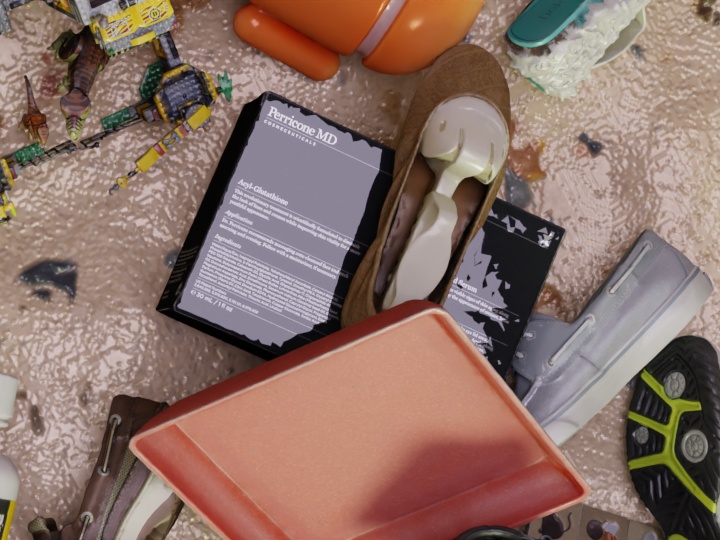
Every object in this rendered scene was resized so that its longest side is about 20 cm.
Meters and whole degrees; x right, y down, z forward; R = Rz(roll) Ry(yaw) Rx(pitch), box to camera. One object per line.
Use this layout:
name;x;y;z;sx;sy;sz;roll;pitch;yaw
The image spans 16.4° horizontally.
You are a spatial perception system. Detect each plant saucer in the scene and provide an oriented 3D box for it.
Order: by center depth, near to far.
plant saucer;0.001;0.100;1.422;0.199;0.037;0.200;-24;135;17

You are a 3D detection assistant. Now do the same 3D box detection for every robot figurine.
robot figurine;-0.009;-0.189;1.470;0.200;0.117;0.144;29;82;-8

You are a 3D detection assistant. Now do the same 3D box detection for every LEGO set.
LEGO set;-0.167;-0.110;1.413;0.200;0.116;0.154;-16;107;-16

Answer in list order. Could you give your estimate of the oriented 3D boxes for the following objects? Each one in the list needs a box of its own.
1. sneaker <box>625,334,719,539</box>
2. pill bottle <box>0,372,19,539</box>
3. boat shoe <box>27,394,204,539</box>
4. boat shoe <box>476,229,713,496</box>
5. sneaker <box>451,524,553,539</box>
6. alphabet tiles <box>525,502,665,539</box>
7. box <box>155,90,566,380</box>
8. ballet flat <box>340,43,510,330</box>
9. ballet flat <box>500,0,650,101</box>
sneaker;0.221;0.139;1.548;0.076;0.075;0.200;-5;84;-47
pill bottle;-0.254;0.148;1.400;0.111;0.111;0.200;13;85;-13
boat shoe;-0.159;0.166;1.450;0.075;0.075;0.203;25;76;2
boat shoe;0.126;0.054;1.525;0.201;0.070;0.072;-43;86;-15
sneaker;0.115;0.193;1.457;0.200;0.099;0.071;6;69;-21
alphabet tiles;0.133;0.239;1.511;0.166;0.006;0.200;18;66;-17
box;0.000;0.000;1.485;0.200;0.079;0.141;25;84;-11
ballet flat;0.044;-0.038;1.422;0.068;0.072;0.200;25;81;-11
ballet flat;0.167;-0.183;1.548;0.200;0.072;0.072;-44;98;-9
